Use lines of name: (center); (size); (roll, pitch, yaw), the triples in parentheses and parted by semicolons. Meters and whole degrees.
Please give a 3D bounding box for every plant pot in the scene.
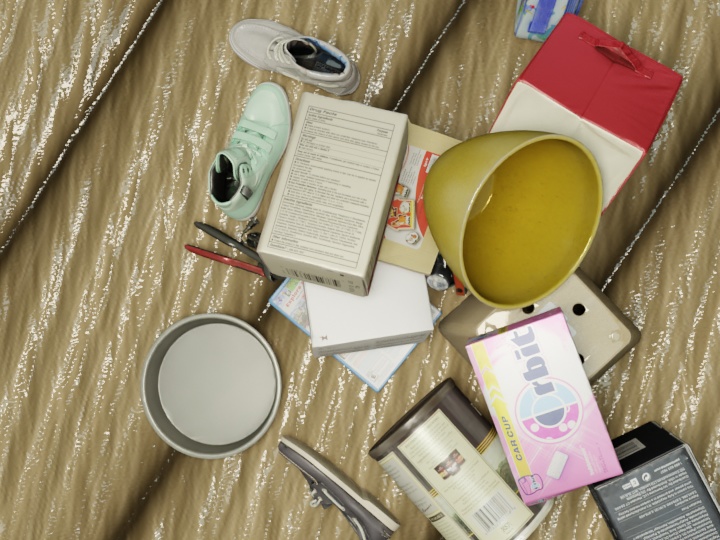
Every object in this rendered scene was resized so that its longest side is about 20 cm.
plant pot: (0.152, -0.076, 0.990); (0.200, 0.200, 0.142); (-53, 40, 1)
plant pot: (0.234, 0.080, 1.106); (0.200, 0.177, 0.200); (-43, 85, 2)

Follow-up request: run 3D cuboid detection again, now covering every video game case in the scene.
video game case: (-0.008, 0.051, 1.211); (0.200, 0.018, 0.143); (39, 92, 6)

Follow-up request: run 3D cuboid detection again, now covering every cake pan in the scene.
cake pan: (-0.205, 0.159, 1.216); (0.200, 0.037, 0.201); (0, 87, 5)

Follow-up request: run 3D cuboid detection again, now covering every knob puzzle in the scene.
knob puzzle: (0.021, -0.103, 1.092); (0.219, 0.030, 0.220); (-1, 77, 3)

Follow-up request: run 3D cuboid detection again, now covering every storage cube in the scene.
storage cube: (0.261, -0.175, 1.078); (0.171, 0.200, 0.180); (32, 50, 6)

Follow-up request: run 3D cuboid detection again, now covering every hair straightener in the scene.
hair straightener: (-0.156, -0.038, 1.177); (0.200, 0.041, 0.077); (18, 87, 40)

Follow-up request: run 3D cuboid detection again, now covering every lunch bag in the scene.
lunch bag: (0.252, -0.395, 1.106); (0.082, 0.200, 0.161); (13, 64, 5)

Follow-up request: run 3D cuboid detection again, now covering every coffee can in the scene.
coffee can: (0.129, 0.261, 1.123); (0.146, 0.146, 0.200); (-42, 84, 2)

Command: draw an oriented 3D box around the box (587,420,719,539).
box: (0.370, 0.310, 1.069); (0.124, 0.200, 0.197); (-28, 84, 6)

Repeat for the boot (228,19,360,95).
boot: (-0.096, -0.305, 1.198); (0.200, 0.096, 0.074); (21, 89, 6)

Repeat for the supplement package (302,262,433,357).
supplement package: (0.000, 0.000, 1.143); (0.155, 0.111, 0.200); (-8, 79, -3)

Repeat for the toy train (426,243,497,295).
toy train: (0.154, -0.047, 1.125); (0.114, 0.085, 0.200); (7, 44, 25)

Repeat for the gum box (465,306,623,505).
gum box: (0.208, 0.155, 0.983); (0.113, 0.066, 0.200); (-21, 89, 11)

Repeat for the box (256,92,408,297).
box: (-0.028, -0.086, 1.019); (0.128, 0.109, 0.200); (14, 77, 7)

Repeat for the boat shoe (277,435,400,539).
boat shoe: (-0.041, 0.302, 1.176); (0.200, 0.073, 0.063); (39, 88, 2)

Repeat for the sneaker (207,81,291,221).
sneaker: (-0.149, -0.170, 1.186); (0.074, 0.118, 0.201); (15, 88, 8)
